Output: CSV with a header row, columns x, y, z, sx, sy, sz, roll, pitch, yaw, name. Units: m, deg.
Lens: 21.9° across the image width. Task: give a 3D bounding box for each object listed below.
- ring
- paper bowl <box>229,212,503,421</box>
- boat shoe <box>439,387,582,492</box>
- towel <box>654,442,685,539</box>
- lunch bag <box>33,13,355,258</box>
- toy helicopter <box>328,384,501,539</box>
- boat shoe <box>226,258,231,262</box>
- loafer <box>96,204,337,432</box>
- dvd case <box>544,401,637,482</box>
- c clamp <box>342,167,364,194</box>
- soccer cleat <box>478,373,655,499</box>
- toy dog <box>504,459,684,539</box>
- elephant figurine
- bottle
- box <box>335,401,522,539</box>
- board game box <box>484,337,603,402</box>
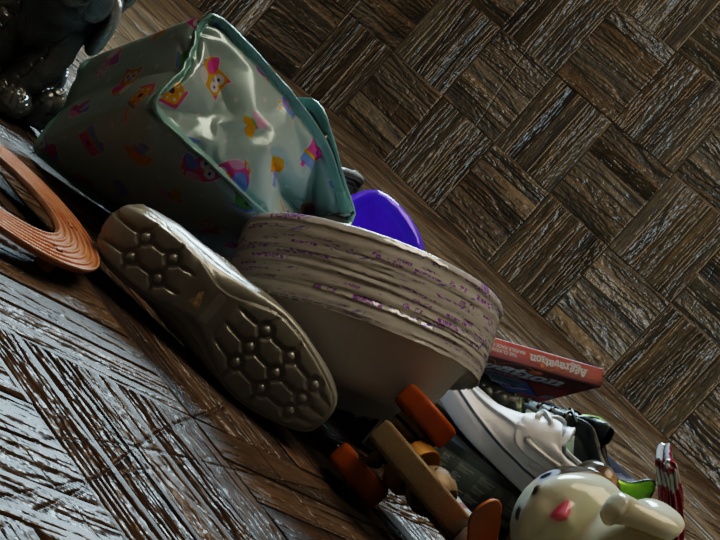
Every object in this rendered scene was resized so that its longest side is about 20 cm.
x,y,z,sx,sy,sz,roll,pitch,yaw,name
-0.249,-0.062,1.185,0.200,0.019,0.200,42,7,-6,ring
-0.005,0.042,1.347,0.201,0.104,0.201,17,-13,4,paper bowl
0.147,0.146,1.510,0.200,0.065,0.074,44,7,4,boat shoe
0.273,0.252,1.590,0.144,0.023,0.200,2,82,-81,towel
-0.116,-0.085,1.427,0.200,0.122,0.170,41,-33,-28,lunch bag
0.074,0.179,1.263,0.200,0.079,0.132,52,-6,-31,toy helicopter
-0.160,-0.079,1.556,0.200,0.075,0.068,50,-8,-16,boat shoe
-0.094,0.029,1.262,0.200,0.070,0.070,46,4,-3,loafer
0.150,0.159,1.703,0.149,0.016,0.200,6,17,-21,dvd case
-0.079,-0.092,1.877,0.200,0.027,0.171,0,-9,32,c clamp
0.163,0.140,1.572,0.200,0.081,0.068,44,4,18,soccer cleat
0.199,0.226,1.397,0.200,0.140,0.194,43,6,27,toy dog
-0.236,-0.221,1.493,0.155,0.200,0.142,46,8,35,elephant figurine
0.000,0.000,1.534,0.084,0.065,0.200,53,-17,9,bottle
0.043,0.124,1.532,0.200,0.046,0.159,37,8,-38,box
0.099,0.076,1.613,0.200,0.019,0.103,17,-19,-22,board game box
